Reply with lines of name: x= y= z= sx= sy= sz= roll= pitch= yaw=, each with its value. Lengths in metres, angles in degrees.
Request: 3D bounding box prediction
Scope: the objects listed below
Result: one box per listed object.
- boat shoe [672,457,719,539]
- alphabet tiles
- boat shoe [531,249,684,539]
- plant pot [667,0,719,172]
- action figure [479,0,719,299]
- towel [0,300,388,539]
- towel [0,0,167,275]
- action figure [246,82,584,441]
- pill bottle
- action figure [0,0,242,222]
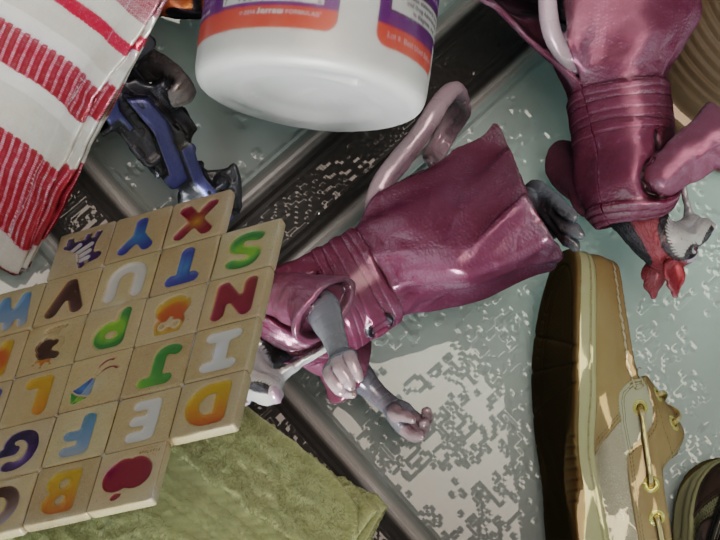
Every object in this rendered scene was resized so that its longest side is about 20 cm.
boat shoe: x=0.193 y=0.191 z=1.080 sx=0.071 sy=0.066 sz=0.203 roll=1 pitch=78 yaw=-10
alphabet tiles: x=-0.119 y=0.041 z=1.006 sx=0.165 sy=0.006 sz=0.201 roll=-14 pitch=40 yaw=22
boat shoe: x=0.128 y=0.089 z=1.092 sx=0.066 sy=0.074 sz=0.202 roll=-2 pitch=88 yaw=-14
plant pot: x=0.231 y=-0.153 z=1.147 sx=0.199 sy=0.093 sz=0.203 roll=2 pitch=78 yaw=-9
action figure: x=0.130 y=-0.084 z=1.067 sx=0.148 sy=0.133 sz=0.202 roll=1 pitch=74 yaw=-47
towel: x=-0.095 y=0.118 z=1.043 sx=0.199 sy=0.037 sz=0.149 roll=35 pitch=55 yaw=-4
towel: x=-0.184 y=-0.106 z=1.032 sx=0.143 sy=0.023 sz=0.201 roll=31 pitch=119 yaw=-2
action figure: x=0.000 y=0.000 z=1.042 sx=0.199 sy=0.134 sz=0.150 roll=-26 pitch=70 yaw=-9
pill bottle: x=-0.012 y=-0.176 z=1.028 sx=0.110 sy=0.111 sz=0.202 roll=9 pitch=77 yaw=-8
action figure: x=-0.109 y=-0.119 z=1.097 sx=0.193 sy=0.105 sz=0.201 roll=-34 pitch=111 yaw=-8
